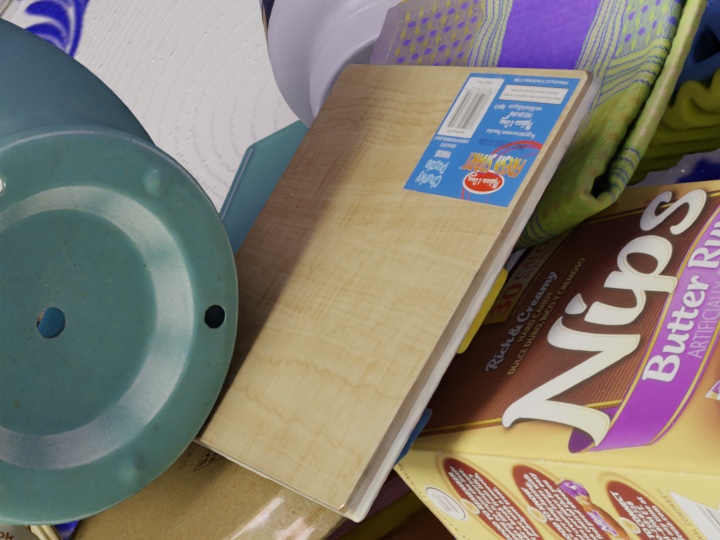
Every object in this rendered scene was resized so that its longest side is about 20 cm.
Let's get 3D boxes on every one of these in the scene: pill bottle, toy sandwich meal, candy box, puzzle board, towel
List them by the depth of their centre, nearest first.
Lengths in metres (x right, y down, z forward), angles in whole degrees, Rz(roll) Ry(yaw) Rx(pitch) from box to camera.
[{"bbox_3d":[0.103,0.030,0.685,0.117,0.056,0.200,-51,22,-23],"label":"candy box"},{"bbox_3d":[0.000,0.000,0.785,0.151,0.017,0.200,-60,22,-7],"label":"puzzle board"},{"bbox_3d":[0.046,-0.061,0.824,0.200,0.023,0.144,-14,48,58],"label":"towel"},{"bbox_3d":[-0.021,0.081,0.845,0.205,0.070,0.205,-37,17,13],"label":"toy sandwich meal"},{"bbox_3d":[0.011,-0.119,1.031,0.111,0.111,0.200,-31,33,13],"label":"pill bottle"}]

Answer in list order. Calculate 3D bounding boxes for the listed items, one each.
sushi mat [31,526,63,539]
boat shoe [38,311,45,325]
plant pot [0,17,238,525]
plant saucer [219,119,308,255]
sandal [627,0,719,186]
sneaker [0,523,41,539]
[{"bbox_3d":[-0.187,0.118,1.034,0.096,0.012,0.200,-43,32,-4],"label":"sushi mat"},{"bbox_3d":[-0.146,0.045,1.023,0.073,0.063,0.201,-35,31,-16],"label":"boat shoe"},{"bbox_3d":[-0.144,0.000,0.837,0.200,0.200,0.188,-50,34,-16],"label":"plant pot"},{"bbox_3d":[-0.037,-0.019,1.004,0.070,0.019,0.200,-26,22,20],"label":"plant saucer"},{"bbox_3d":[0.102,-0.079,0.872,0.200,0.079,0.087,-22,78,40],"label":"sandal"},{"bbox_3d":[-0.148,0.134,0.830,0.200,0.073,0.085,-107,28,-75],"label":"sneaker"}]
